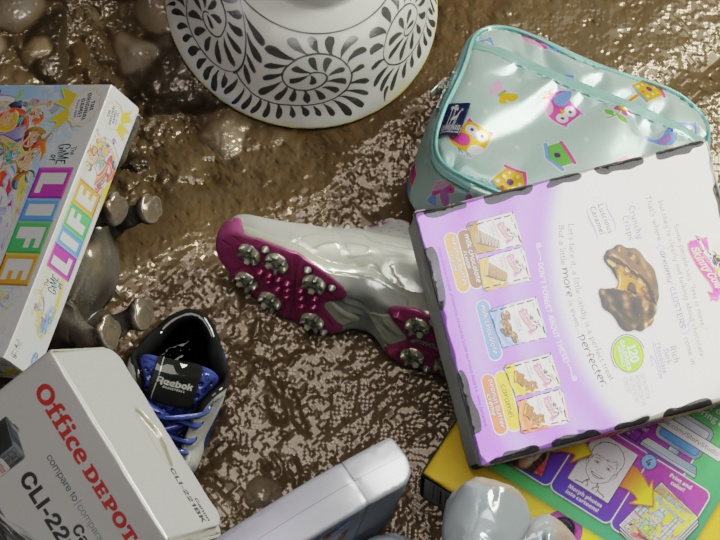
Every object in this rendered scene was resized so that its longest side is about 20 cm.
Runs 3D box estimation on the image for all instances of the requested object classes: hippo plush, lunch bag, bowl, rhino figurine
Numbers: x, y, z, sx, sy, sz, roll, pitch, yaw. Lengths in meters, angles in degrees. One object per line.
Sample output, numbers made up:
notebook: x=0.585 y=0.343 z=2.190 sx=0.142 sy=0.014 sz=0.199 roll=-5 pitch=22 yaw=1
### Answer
hippo plush: x=0.045 y=0.241 z=1.611 sx=0.160 sy=0.160 sz=0.200 roll=51 pitch=48 yaw=-20
lunch bag: x=0.137 y=-0.081 z=1.760 sx=0.199 sy=0.077 sz=0.161 roll=23 pitch=56 yaw=-1
bowl: x=-0.036 y=-0.210 z=1.783 sx=0.199 sy=0.094 sz=0.202 roll=2 pitch=71 yaw=-7
rhino figurine: x=-0.182 y=-0.032 z=1.709 sx=0.060 sy=0.087 sz=0.202 roll=26 pitch=60 yaw=-46

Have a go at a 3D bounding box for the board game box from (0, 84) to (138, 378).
board game box: x=-0.237 y=-0.029 z=1.681 sx=0.134 sy=0.034 sz=0.201 roll=2 pitch=64 yaw=37

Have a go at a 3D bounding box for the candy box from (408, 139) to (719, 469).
candy box: x=0.148 y=0.023 z=1.648 sx=0.198 sy=0.072 sz=0.169 roll=-14 pitch=84 yaw=-5

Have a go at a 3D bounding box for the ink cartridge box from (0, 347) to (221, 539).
ink cartridge box: x=-0.208 y=0.161 z=1.584 sx=0.200 sy=0.084 sz=0.145 roll=-37 pitch=77 yaw=15

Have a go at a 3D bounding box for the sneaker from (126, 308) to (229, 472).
sneaker: x=-0.136 y=0.107 z=1.646 sx=0.080 sy=0.115 sz=0.201 roll=15 pitch=69 yaw=-1

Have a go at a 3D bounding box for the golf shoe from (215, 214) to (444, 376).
golf shoe: x=0.000 y=0.000 z=1.735 sx=0.199 sy=0.075 sz=0.092 roll=23 pitch=54 yaw=-2

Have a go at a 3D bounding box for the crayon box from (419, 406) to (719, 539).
crayon box: x=0.168 y=0.125 z=1.697 sx=0.199 sy=0.058 sz=0.173 roll=32 pitch=72 yaw=12

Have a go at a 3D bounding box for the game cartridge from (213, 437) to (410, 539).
game cartridge: x=-0.058 y=0.182 z=1.621 sx=0.199 sy=0.133 sz=0.042 roll=-31 pitch=80 yaw=-16
